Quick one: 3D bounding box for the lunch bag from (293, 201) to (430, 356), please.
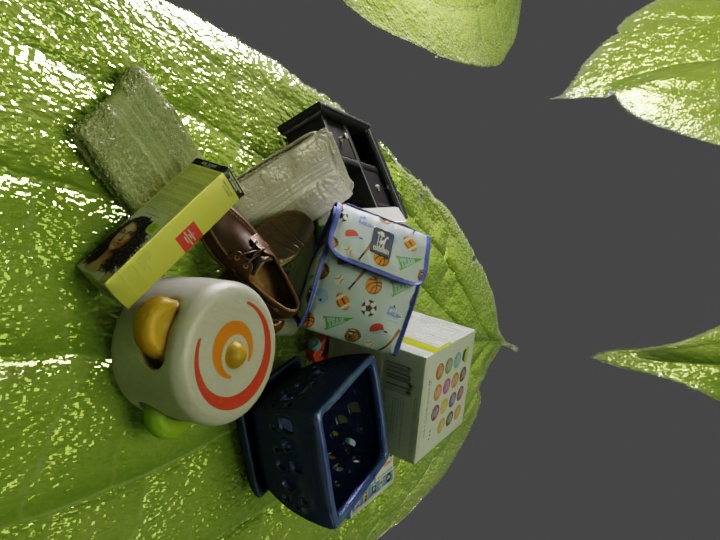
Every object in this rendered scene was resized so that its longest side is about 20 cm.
[{"bbox_3d":[0.005,0.011,0.971,0.124,0.170,0.200,-158,-93,-76],"label":"lunch bag"}]

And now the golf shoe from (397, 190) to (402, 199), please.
[{"bbox_3d":[0.046,-0.076,1.245,0.094,0.078,0.200,23,57,-68],"label":"golf shoe"}]

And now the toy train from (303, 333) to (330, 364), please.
[{"bbox_3d":[-0.049,0.159,1.197,0.150,0.056,0.200,-57,144,-26],"label":"toy train"}]

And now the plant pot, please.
[{"bbox_3d":[-0.082,0.253,0.995,0.200,0.180,0.200,-35,122,-57],"label":"plant pot"}]

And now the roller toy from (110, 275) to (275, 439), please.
[{"bbox_3d":[-0.203,0.098,0.793,0.182,0.140,0.200,-42,128,-50],"label":"roller toy"}]

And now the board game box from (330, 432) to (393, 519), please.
[{"bbox_3d":[0.001,0.373,1.287,0.200,0.056,0.196,-7,96,-62],"label":"board game box"}]

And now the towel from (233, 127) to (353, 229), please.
[{"bbox_3d":[-0.108,-0.124,0.982,0.200,0.034,0.133,-35,129,-13],"label":"towel"}]

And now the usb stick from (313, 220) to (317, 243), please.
[{"bbox_3d":[-0.090,-0.074,1.108,0.055,0.033,0.200,40,51,-69],"label":"usb stick"}]

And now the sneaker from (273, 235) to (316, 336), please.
[{"bbox_3d":[-0.123,0.006,1.022,0.085,0.073,0.200,21,74,-63],"label":"sneaker"}]

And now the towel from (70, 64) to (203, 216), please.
[{"bbox_3d":[-0.266,-0.137,0.789,0.200,0.036,0.148,63,39,-43],"label":"towel"}]

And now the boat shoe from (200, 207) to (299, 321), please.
[{"bbox_3d":[-0.148,-0.016,0.859,0.072,0.068,0.200,-43,108,-28],"label":"boat shoe"}]

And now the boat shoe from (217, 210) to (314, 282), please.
[{"bbox_3d":[-0.149,-0.013,0.950,0.072,0.072,0.200,39,62,-1],"label":"boat shoe"}]

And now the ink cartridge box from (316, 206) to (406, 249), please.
[{"bbox_3d":[0.000,0.000,1.075,0.084,0.145,0.200,-109,-162,-65],"label":"ink cartridge box"}]

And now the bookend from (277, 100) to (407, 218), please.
[{"bbox_3d":[-0.026,-0.170,1.102,0.200,0.092,0.199,0,67,-64],"label":"bookend"}]

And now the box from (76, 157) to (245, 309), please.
[{"bbox_3d":[-0.234,-0.050,0.747,0.200,0.075,0.050,-50,138,-24],"label":"box"}]

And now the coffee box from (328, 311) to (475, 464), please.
[{"bbox_3d":[0.073,0.196,1.160,0.198,0.200,0.200,-16,116,-54],"label":"coffee box"}]
